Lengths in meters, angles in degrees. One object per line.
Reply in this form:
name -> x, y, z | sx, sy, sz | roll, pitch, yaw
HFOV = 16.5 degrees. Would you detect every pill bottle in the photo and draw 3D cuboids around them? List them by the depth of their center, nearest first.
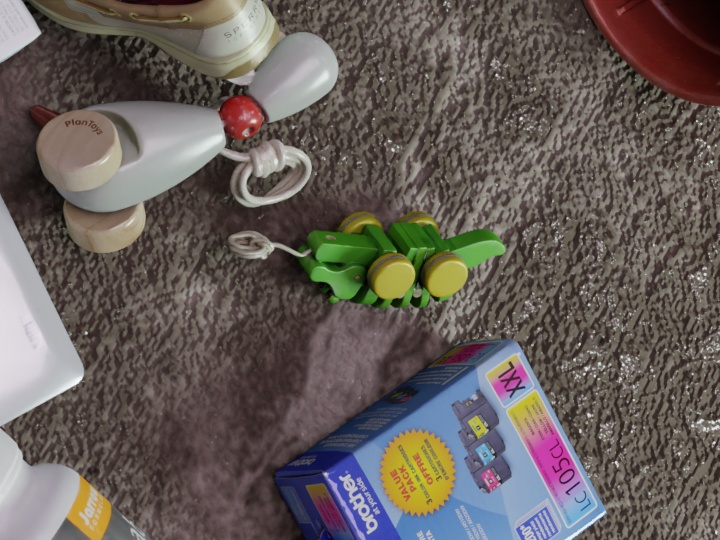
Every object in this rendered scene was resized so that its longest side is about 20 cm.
pill bottle -> -0.175, 0.185, 1.439 | 0.200, 0.116, 0.116 | 45, 66, -17

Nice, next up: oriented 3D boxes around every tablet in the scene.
tablet -> -0.258, 0.003, 1.474 | 0.130, 0.014, 0.200 | -28, 97, -27

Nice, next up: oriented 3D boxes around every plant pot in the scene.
plant pot -> 0.279, -0.244, 1.698 | 0.195, 0.201, 0.201 | -34, 100, -35

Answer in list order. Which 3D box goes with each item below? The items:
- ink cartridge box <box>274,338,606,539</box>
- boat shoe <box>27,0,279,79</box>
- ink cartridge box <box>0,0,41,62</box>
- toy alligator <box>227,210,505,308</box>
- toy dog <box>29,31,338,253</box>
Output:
ink cartridge box -> 0.040, 0.152, 1.583 | 0.200, 0.076, 0.137 | -33, 100, -25
boat shoe -> -0.135, -0.177, 1.462 | 0.074, 0.200, 0.066 | -55, 146, -23
ink cartridge box -> -0.311, -0.155, 1.442 | 0.200, 0.057, 0.163 | -35, 96, -21
toy alligator -> 0.000, 0.000, 1.592 | 0.200, 0.059, 0.054 | -2, 125, -28
toy dog -> -0.121, -0.096, 1.516 | 0.200, 0.132, 0.096 | -18, 54, -33
